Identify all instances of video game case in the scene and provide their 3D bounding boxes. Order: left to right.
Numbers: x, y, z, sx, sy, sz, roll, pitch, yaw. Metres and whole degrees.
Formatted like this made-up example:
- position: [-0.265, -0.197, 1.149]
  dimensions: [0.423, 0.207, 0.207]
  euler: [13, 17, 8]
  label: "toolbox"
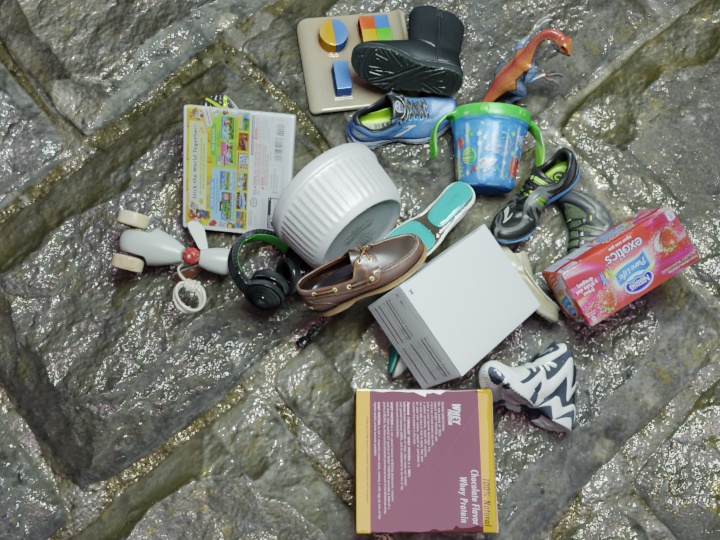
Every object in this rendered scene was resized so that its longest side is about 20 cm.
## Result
- position: [-0.200, -0.161, 1.099]
  dimensions: [0.180, 0.023, 0.202]
  euler: [6, 107, 3]
  label: "video game case"

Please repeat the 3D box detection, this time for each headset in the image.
- position: [-0.133, 0.029, 1.077]
  dimensions: [0.123, 0.094, 0.200]
  euler: [-32, 79, -43]
  label: "headset"

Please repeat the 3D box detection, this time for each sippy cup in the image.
- position: [0.213, -0.198, 1.126]
  dimensions: [0.176, 0.139, 0.132]
  euler: [4, 86, 25]
  label: "sippy cup"

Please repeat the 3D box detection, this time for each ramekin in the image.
- position: [-0.028, -0.088, 1.041]
  dimensions: [0.200, 0.200, 0.105]
  euler: [-39, 70, -10]
  label: "ramekin"

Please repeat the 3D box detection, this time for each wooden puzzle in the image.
- position: [-0.006, -0.380, 1.197]
  dimensions: [0.198, 0.046, 0.187]
  euler: [-9, 78, -4]
  label: "wooden puzzle"

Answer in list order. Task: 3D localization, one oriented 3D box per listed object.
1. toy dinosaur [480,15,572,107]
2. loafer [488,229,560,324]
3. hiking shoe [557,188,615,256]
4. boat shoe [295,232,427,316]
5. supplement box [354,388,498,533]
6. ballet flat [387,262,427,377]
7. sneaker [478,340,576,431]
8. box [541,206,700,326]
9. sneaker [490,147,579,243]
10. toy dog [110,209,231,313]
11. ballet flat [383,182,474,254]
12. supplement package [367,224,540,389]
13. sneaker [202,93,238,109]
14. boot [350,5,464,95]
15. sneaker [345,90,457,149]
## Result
- position: [0.273, -0.327, 1.124]
  dimensions: [0.200, 0.182, 0.105]
  euler: [-41, 82, -9]
  label: "toy dinosaur"
- position: [0.257, 0.005, 1.101]
  dimensions: [0.200, 0.076, 0.068]
  euler: [44, 85, 9]
  label: "loafer"
- position: [0.376, -0.040, 1.116]
  dimensions: [0.100, 0.076, 0.201]
  euler: [-28, 80, -11]
  label: "hiking shoe"
- position: [0.000, 0.000, 0.977]
  dimensions: [0.199, 0.070, 0.071]
  euler: [-30, 40, 12]
  label: "boat shoe"
- position: [0.090, 0.280, 1.002]
  dimensions: [0.198, 0.133, 0.199]
  euler: [0, 77, -2]
  label: "supplement box"
- position: [0.091, 0.077, 1.088]
  dimensions: [0.069, 0.069, 0.202]
  euler: [10, 73, 0]
  label: "ballet flat"
- position: [0.270, 0.155, 1.045]
  dimensions: [0.198, 0.079, 0.130]
  euler: [31, 64, -20]
  label: "sneaker"
- position: [0.398, -0.008, 1.036]
  dimensions: [0.199, 0.100, 0.096]
  euler: [-31, 93, -2]
  label: "box"
- position: [0.280, -0.125, 1.094]
  dimensions: [0.200, 0.083, 0.071]
  euler: [-45, 53, -10]
  label: "sneaker"
- position: [-0.308, -0.028, 1.091]
  dimensions: [0.199, 0.096, 0.132]
  euler: [34, 87, -8]
  label: "toy dog"
- position: [0.107, -0.060, 1.076]
  dimensions: [0.200, 0.069, 0.069]
  euler: [-42, 81, -12]
  label: "ballet flat"
- position: [0.144, 0.055, 1.025]
  dimensions: [0.199, 0.111, 0.156]
  euler: [-34, 88, -31]
  label: "supplement package"
- position: [-0.193, -0.207, 1.137]
  dimensions: [0.075, 0.076, 0.201]
  euler: [-24, 99, 9]
  label: "sneaker"
- position: [0.085, -0.390, 1.159]
  dimensions: [0.198, 0.077, 0.169]
  euler: [9, 53, -7]
  label: "boot"
- position: [0.074, -0.261, 1.150]
  dimensions: [0.198, 0.089, 0.079]
  euler: [-16, 79, -7]
  label: "sneaker"
